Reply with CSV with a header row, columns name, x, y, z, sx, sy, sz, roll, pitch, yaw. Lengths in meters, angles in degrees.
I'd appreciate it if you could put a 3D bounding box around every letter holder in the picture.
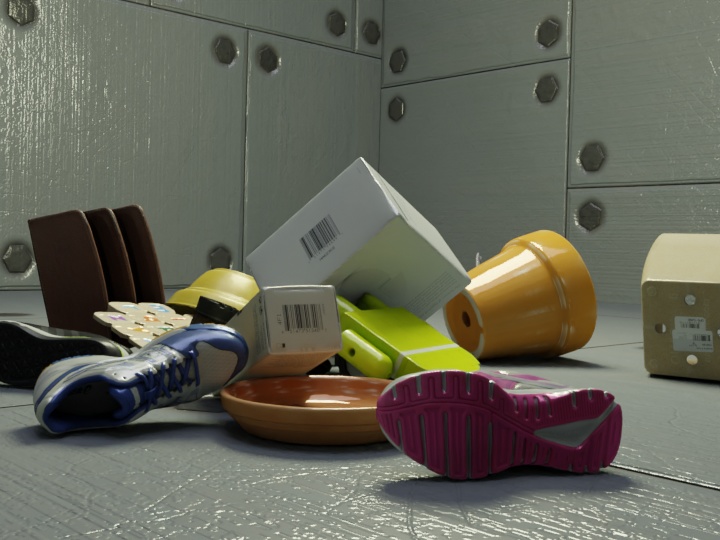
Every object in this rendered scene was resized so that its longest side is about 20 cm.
name,x,y,z,sx,sy,sz,roll,pitch,yaw
letter holder,-0.359,0.014,1.268,0.141,0.202,0.101,-11,1,4

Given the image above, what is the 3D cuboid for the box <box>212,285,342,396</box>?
name,x,y,z,sx,sy,sz,roll,pitch,yaw
box,-0.094,0.077,0.945,0.082,0.069,0.200,0,-18,-27

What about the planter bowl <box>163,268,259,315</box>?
name,x,y,z,sx,sy,sz,roll,pitch,yaw
planter bowl,-0.194,0.051,1.372,0.199,0.084,0.201,17,-17,5

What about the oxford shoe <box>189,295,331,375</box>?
name,x,y,z,sx,sy,sz,roll,pitch,yaw
oxford shoe,-0.127,0.103,1.128,0.199,0.085,0.073,24,-5,-27

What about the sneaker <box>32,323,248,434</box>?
name,x,y,z,sx,sy,sz,roll,pitch,yaw
sneaker,-0.195,0.108,0.826,0.199,0.076,0.088,-16,17,-11

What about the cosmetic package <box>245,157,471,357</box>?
name,x,y,z,sx,sy,sz,roll,pitch,yaw
cosmetic package,0.000,0.000,1.163,0.200,0.199,0.123,39,16,-47

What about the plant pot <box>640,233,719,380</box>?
name,x,y,z,sx,sy,sz,roll,pitch,yaw
plant pot,0.496,0.062,1.290,0.199,0.202,0.177,2,13,36

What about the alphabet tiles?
name,x,y,z,sx,sy,sz,roll,pitch,yaw
alphabet tiles,-0.241,0.084,1.191,0.199,0.015,0.195,25,12,37

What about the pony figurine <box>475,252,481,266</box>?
name,x,y,z,sx,sy,sz,roll,pitch,yaw
pony figurine,0.429,0.037,3.213,0.199,0.168,0.193,17,13,12

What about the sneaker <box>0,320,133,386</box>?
name,x,y,z,sx,sy,sz,roll,pitch,yaw
sneaker,-0.353,0.104,1.066,0.198,0.072,0.083,9,-1,15

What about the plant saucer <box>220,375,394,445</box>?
name,x,y,z,sx,sy,sz,roll,pitch,yaw
plant saucer,-0.032,0.129,0.849,0.198,0.038,0.200,1,1,0

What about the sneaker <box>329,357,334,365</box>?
name,x,y,z,sx,sy,sz,roll,pitch,yaw
sneaker,-0.045,0.085,1.325,0.199,0.100,0.070,2,-1,-45

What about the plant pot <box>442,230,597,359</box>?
name,x,y,z,sx,sy,sz,roll,pitch,yaw
plant pot,0.237,0.055,1.430,0.182,0.202,0.200,-15,8,-23

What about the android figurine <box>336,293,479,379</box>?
name,x,y,z,sx,sy,sz,roll,pitch,yaw
android figurine,0.054,0.091,1.029,0.200,0.041,0.182,35,20,28

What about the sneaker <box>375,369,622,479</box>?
name,x,y,z,sx,sy,sz,roll,pitch,yaw
sneaker,0.102,0.120,0.722,0.199,0.082,0.088,10,-2,-17

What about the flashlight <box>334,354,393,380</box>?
name,x,y,z,sx,sy,sz,roll,pitch,yaw
flashlight,0.048,0.109,1.148,0.068,0.068,0.200,2,3,32
